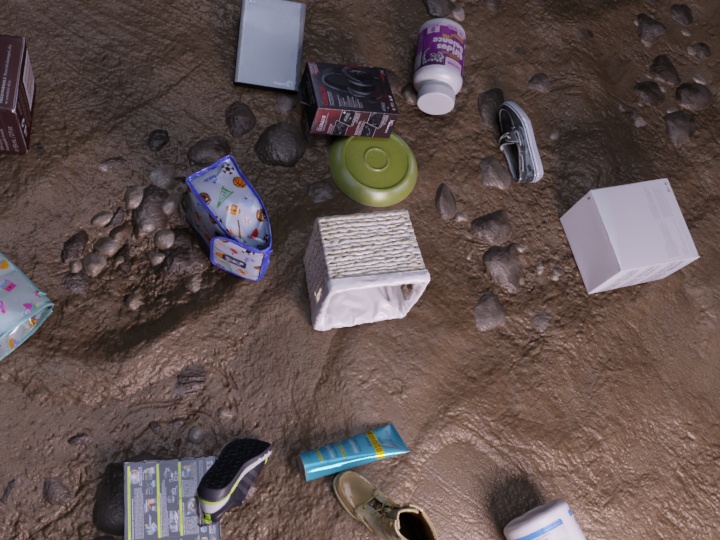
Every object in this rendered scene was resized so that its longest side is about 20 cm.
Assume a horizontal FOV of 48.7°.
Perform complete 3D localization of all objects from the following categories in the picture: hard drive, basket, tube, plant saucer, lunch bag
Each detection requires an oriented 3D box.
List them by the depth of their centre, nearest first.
[{"bbox_3d":[-0.657,0.070,1.369,0.170,0.122,0.200,43,71,6],"label":"lunch bag"},{"bbox_3d":[-0.015,0.335,1.467,0.200,0.050,0.077,-13,43,-20],"label":"tube"},{"bbox_3d":[-0.242,-0.083,1.507,0.124,0.170,0.200,-34,81,-21],"label":"lunch bag"},{"bbox_3d":[0.000,0.000,1.526,0.200,0.198,0.161,-8,67,-17],"label":"basket"},{"bbox_3d":[0.031,-0.234,1.715,0.200,0.031,0.200,5,68,-12],"label":"plant saucer"},{"bbox_3d":[-0.196,-0.490,1.728,0.139,0.033,0.200,6,84,-13],"label":"hard drive"}]

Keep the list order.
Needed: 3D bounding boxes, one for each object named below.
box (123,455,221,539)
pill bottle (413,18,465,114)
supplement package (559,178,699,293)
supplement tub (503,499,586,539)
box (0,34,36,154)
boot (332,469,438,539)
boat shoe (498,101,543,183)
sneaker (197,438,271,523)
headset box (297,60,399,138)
[{"bbox_3d":[-0.321,0.423,1.357,0.160,0.044,0.200,-2,69,-15],"label":"box"},{"bbox_3d":[0.177,-0.457,1.796,0.112,0.112,0.200,11,67,-10],"label":"pill bottle"},{"bbox_3d":[0.579,-0.074,1.728,0.200,0.147,0.191,-10,72,-18],"label":"supplement package"},{"bbox_3d":[0.360,0.532,1.442,0.132,0.132,0.200,-21,75,-21],"label":"supplement tub"},{"bbox_3d":[-0.725,-0.332,1.483,0.200,0.166,0.164,3,69,-13],"label":"box"},{"bbox_3d":[0.043,0.420,1.390,0.073,0.155,0.200,-39,82,-24],"label":"boot"},{"bbox_3d":[0.348,-0.290,1.795,0.071,0.072,0.200,-13,75,-23],"label":"boat shoe"},{"bbox_3d":[-0.222,0.362,1.374,0.072,0.083,0.200,12,21,22],"label":"sneaker"},{"bbox_3d":[-0.035,-0.364,1.698,0.200,0.077,0.149,2,53,-20],"label":"headset box"}]
